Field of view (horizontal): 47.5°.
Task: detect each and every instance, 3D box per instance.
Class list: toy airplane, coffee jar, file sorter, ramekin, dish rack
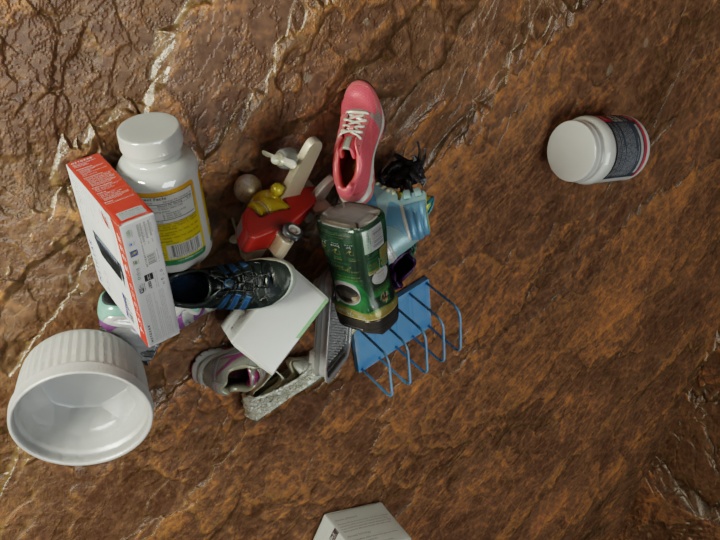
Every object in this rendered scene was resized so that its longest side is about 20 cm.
[{"bbox_3d":[-0.128,-0.106,1.267,0.201,0.140,0.199,-56,179,-8],"label":"toy airplane"},{"bbox_3d":[0.000,0.000,1.278,0.085,0.103,0.203,-37,130,-39],"label":"coffee jar"},{"bbox_3d":[0.097,0.138,1.654,0.199,0.122,0.140,-30,137,-24],"label":"file sorter"},{"bbox_3d":[-0.401,0.179,1.185,0.197,0.106,0.202,-9,131,-10],"label":"ramekin"},{"bbox_3d":[-0.049,0.076,1.413,0.172,0.043,0.203,-45,141,-71],"label":"dish rack"}]

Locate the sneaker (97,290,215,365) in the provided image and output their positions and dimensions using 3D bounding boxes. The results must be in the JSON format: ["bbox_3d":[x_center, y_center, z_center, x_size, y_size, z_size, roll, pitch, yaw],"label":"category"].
[{"bbox_3d":[-0.313,0.089,1.273,0.197,0.078,0.142,-4,124,-30],"label":"sneaker"}]

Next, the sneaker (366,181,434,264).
[{"bbox_3d":[0.047,-0.121,1.349,0.129,0.202,0.080,-29,166,0],"label":"sneaker"}]

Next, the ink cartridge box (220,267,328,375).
[{"bbox_3d":[-0.142,0.067,1.300,0.087,0.200,0.146,39,84,-15],"label":"ink cartridge box"}]

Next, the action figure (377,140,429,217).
[{"bbox_3d":[0.062,-0.126,1.434,0.200,0.119,0.102,-48,131,11],"label":"action figure"}]

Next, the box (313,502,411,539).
[{"bbox_3d":[-0.015,0.685,1.953,0.198,0.130,0.201,3,117,-44],"label":"box"}]

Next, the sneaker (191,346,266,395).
[{"bbox_3d":[-0.189,0.164,1.427,0.198,0.088,0.082,-27,135,-27],"label":"sneaker"}]

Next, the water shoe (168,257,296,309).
[{"bbox_3d":[-0.189,0.026,1.158,0.197,0.079,0.073,-8,92,5],"label":"water shoe"}]

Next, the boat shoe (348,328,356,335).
[{"bbox_3d":[-0.014,0.043,1.525,0.065,0.073,0.202,37,82,-45],"label":"boat shoe"}]

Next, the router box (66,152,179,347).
[{"bbox_3d":[-0.316,-0.027,1.093,0.048,0.179,0.202,-25,133,-26],"label":"router box"}]

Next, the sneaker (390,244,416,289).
[{"bbox_3d":[0.083,-0.029,1.488,0.075,0.087,0.201,51,50,-28],"label":"sneaker"}]

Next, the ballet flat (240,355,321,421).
[{"bbox_3d":[-0.138,0.204,1.529,0.199,0.072,0.072,-34,138,-20],"label":"ballet flat"}]

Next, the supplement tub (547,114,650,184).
[{"bbox_3d":[0.503,-0.256,1.727,0.198,0.140,0.142,-9,126,-39],"label":"supplement tub"}]

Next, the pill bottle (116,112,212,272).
[{"bbox_3d":[-0.272,-0.108,1.126,0.112,0.113,0.202,-27,135,-26],"label":"pill bottle"}]

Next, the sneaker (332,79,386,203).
[{"bbox_3d":[-0.005,-0.203,1.277,0.087,0.073,0.204,15,78,-75],"label":"sneaker"}]
